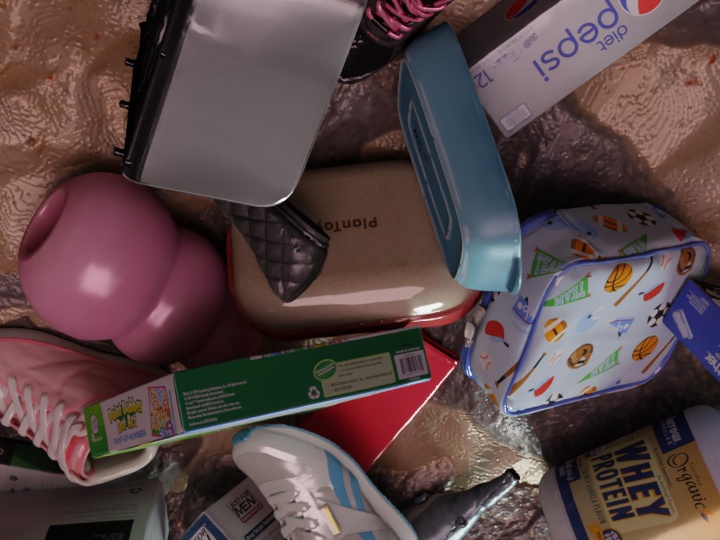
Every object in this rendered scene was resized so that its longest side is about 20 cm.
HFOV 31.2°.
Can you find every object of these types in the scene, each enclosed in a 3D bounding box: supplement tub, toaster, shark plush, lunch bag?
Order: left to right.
[{"bbox_3d":[-0.079,-0.167,0.842,0.117,0.182,0.202,15,119,-16],"label":"toaster"},{"bbox_3d":[0.071,0.248,1.141,0.199,0.084,0.091,-33,117,15],"label":"shark plush"},{"bbox_3d":[0.168,0.032,0.986,0.198,0.076,0.162,-6,128,-36],"label":"lunch bag"},{"bbox_3d":[0.265,0.202,1.091,0.198,0.145,0.145,-25,118,11],"label":"supplement tub"}]

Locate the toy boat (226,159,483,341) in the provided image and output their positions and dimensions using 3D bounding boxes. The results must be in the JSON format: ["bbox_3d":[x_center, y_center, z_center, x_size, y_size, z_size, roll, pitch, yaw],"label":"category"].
[{"bbox_3d":[0.000,0.000,0.990,0.196,0.132,0.131,-6,151,1],"label":"toy boat"}]

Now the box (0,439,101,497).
[{"bbox_3d":[-0.331,0.211,1.126,0.197,0.037,0.146,11,118,-11],"label":"box"}]

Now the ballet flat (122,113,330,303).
[{"bbox_3d":[-0.105,-0.054,0.917,0.057,0.199,0.066,-54,156,5],"label":"ballet flat"}]

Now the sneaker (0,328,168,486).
[{"bbox_3d":[-0.249,0.111,1.033,0.197,0.105,0.076,11,121,-8],"label":"sneaker"}]

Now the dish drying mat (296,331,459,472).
[{"bbox_3d":[-0.003,0.126,1.106,0.076,0.018,0.201,31,115,-18],"label":"dish drying mat"}]

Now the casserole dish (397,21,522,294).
[{"bbox_3d":[0.064,-0.074,0.894,0.038,0.203,0.121,-13,158,-7],"label":"casserole dish"}]

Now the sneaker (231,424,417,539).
[{"bbox_3d":[-0.032,0.202,1.060,0.200,0.081,0.076,44,138,-21],"label":"sneaker"}]

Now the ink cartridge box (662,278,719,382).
[{"bbox_3d":[0.335,0.065,1.005,0.198,0.094,0.045,13,117,-36],"label":"ink cartridge box"}]

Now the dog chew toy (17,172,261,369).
[{"bbox_3d":[-0.157,0.014,0.978,0.199,0.125,0.124,35,113,-30],"label":"dog chew toy"}]

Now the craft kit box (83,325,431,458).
[{"bbox_3d":[-0.080,0.092,0.952,0.197,0.049,0.197,-9,170,-31],"label":"craft kit box"}]

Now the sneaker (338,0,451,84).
[{"bbox_3d":[0.039,-0.199,0.877,0.079,0.096,0.200,34,114,-22],"label":"sneaker"}]

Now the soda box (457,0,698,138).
[{"bbox_3d":[0.161,-0.185,0.906,0.199,0.069,0.064,-35,116,16],"label":"soda box"}]

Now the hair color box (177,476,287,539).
[{"bbox_3d":[-0.060,0.276,1.094,0.200,0.100,0.061,46,113,7],"label":"hair color box"}]

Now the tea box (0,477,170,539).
[{"bbox_3d":[-0.255,0.294,1.059,0.196,0.134,0.200,-3,105,-1],"label":"tea box"}]
